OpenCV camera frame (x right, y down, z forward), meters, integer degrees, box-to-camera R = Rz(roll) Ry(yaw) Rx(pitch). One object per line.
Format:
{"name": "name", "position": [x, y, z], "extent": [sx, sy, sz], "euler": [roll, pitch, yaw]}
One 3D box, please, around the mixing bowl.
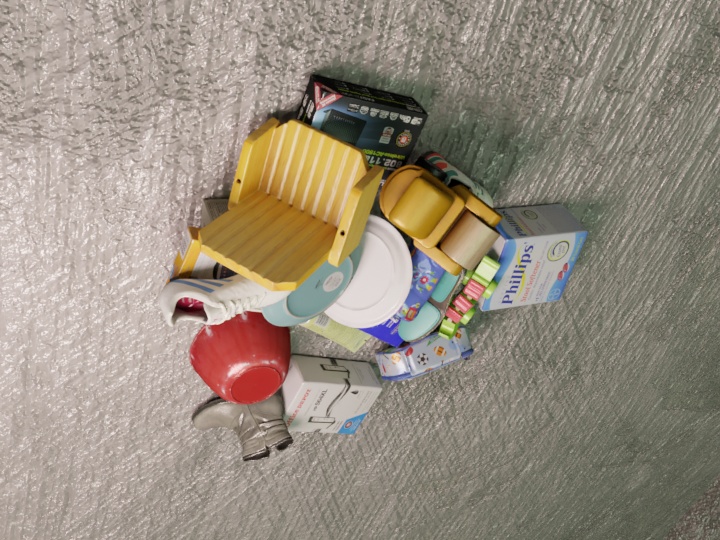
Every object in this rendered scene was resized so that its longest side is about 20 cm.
{"name": "mixing bowl", "position": [-0.211, 0.177, 1.368], "extent": [0.199, 0.109, 0.201], "euler": [-15, 132, -17]}

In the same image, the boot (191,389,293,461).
{"name": "boot", "position": [-0.236, 0.314, 1.436], "extent": [0.199, 0.131, 0.068], "euler": [-19, 150, 7]}

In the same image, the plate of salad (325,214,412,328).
{"name": "plate of salad", "position": [0.000, 0.000, 1.284], "extent": [0.200, 0.200, 0.048], "euler": [-48, 165, 16]}

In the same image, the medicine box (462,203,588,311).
{"name": "medicine box", "position": [0.327, -0.027, 1.476], "extent": [0.199, 0.103, 0.183], "euler": [-7, 131, -23]}

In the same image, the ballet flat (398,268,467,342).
{"name": "ballet flat", "position": [0.145, 0.054, 1.376], "extent": [0.075, 0.068, 0.200], "euler": [-22, 148, -57]}

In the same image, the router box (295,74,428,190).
{"name": "router box", "position": [-0.010, -0.213, 1.164], "extent": [0.199, 0.062, 0.150], "euler": [4, 127, -31]}

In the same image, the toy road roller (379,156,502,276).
{"name": "toy road roller", "position": [0.121, -0.085, 1.169], "extent": [0.123, 0.200, 0.146], "euler": [-53, 175, 15]}

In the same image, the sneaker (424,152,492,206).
{"name": "sneaker", "position": [0.183, -0.132, 1.314], "extent": [0.070, 0.094, 0.200], "euler": [-46, 133, 15]}

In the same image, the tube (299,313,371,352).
{"name": "tube", "position": [-0.048, 0.112, 1.443], "extent": [0.058, 0.052, 0.200], "euler": [-8, 155, 39]}

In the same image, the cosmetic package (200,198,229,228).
{"name": "cosmetic package", "position": [-0.154, -0.059, 1.196], "extent": [0.199, 0.104, 0.088], "euler": [-5, 131, -22]}

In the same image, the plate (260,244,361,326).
{"name": "plate", "position": [-0.072, 0.018, 1.181], "extent": [0.200, 0.026, 0.201], "euler": [-29, 143, -25]}

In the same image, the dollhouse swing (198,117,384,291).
{"name": "dollhouse swing", "position": [-0.110, -0.099, 1.040], "extent": [0.176, 0.199, 0.182], "euler": [-32, 146, -59]}

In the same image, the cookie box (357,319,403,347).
{"name": "cookie box", "position": [0.048, 0.041, 1.405], "extent": [0.200, 0.075, 0.171], "euler": [30, 107, -41]}

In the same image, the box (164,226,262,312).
{"name": "box", "position": [-0.189, 0.004, 1.134], "extent": [0.199, 0.042, 0.119], "euler": [8, 124, -35]}

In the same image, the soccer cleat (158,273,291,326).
{"name": "soccer cleat", "position": [-0.191, 0.046, 1.066], "extent": [0.199, 0.086, 0.070], "euler": [-7, 127, -11]}

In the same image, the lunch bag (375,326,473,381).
{"name": "lunch bag", "position": [0.136, 0.175, 1.533], "extent": [0.199, 0.076, 0.160], "euler": [-16, 174, -13]}

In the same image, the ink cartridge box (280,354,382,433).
{"name": "ink cartridge box", "position": [-0.079, 0.263, 1.528], "extent": [0.199, 0.084, 0.146], "euler": [10, 123, -35]}

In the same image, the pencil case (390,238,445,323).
{"name": "pencil case", "position": [0.104, -0.004, 1.299], "extent": [0.087, 0.078, 0.200], "euler": [23, 103, -32]}

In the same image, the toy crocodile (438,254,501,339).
{"name": "toy crocodile", "position": [0.207, 0.052, 1.413], "extent": [0.200, 0.067, 0.062], "euler": [-57, 174, 36]}
